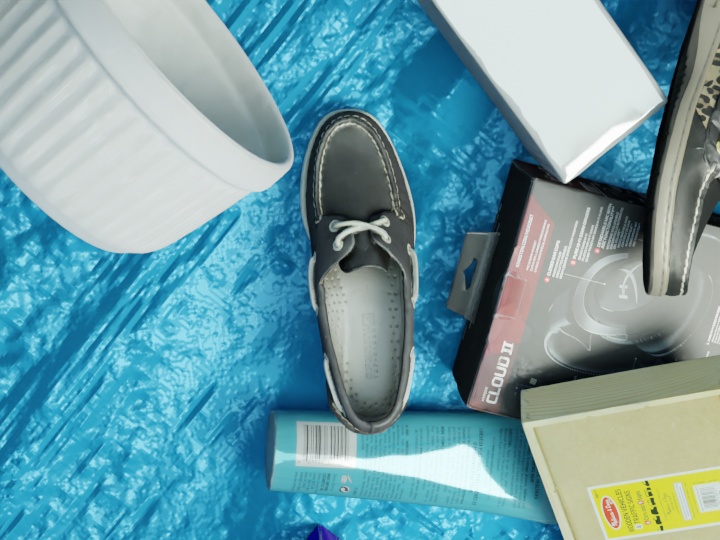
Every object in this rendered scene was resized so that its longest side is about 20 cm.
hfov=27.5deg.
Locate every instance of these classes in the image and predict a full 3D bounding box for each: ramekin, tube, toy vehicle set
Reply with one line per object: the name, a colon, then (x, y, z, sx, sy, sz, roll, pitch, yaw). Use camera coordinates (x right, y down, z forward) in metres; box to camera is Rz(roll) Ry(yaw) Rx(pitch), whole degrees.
ramekin: (-0.138, -0.103, 0.818, 0.105, 0.200, 0.200, -38, 103, 14)
tube: (0.038, 0.122, 0.956, 0.198, 0.050, 0.078, 5, 101, -9)
toy vehicle set: (0.183, 0.139, 0.917, 0.123, 0.027, 0.201, -11, 131, 15)

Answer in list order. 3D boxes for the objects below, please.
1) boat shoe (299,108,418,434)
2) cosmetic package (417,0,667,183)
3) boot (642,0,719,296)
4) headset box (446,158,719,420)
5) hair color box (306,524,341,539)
boat shoe: (0.000, 0.000, 0.903, 0.073, 0.060, 0.202, 0, 90, -3)
cosmetic package: (0.084, -0.159, 0.863, 0.081, 0.113, 0.201, -36, 101, 5)
boot: (0.246, -0.070, 0.840, 0.149, 0.073, 0.202, 14, 80, 7)
headset box: (0.155, 0.025, 0.926, 0.198, 0.077, 0.150, 13, 101, -6)
hair color box: (0.016, 0.276, 0.978, 0.200, 0.065, 0.110, 40, 96, -10)
